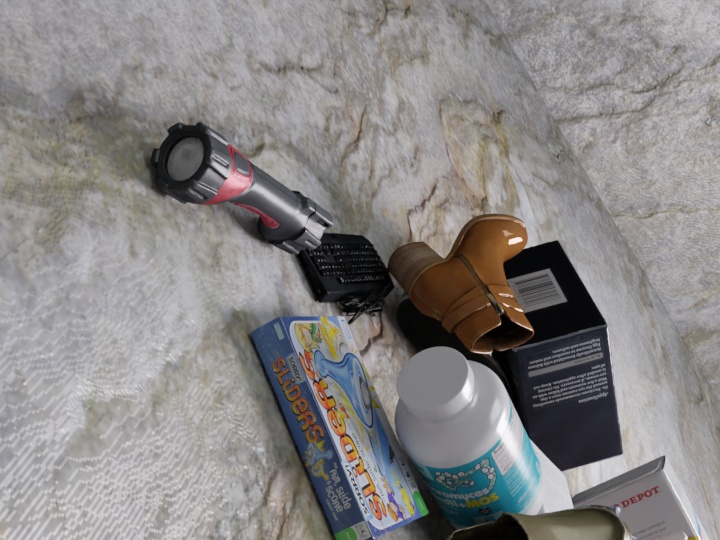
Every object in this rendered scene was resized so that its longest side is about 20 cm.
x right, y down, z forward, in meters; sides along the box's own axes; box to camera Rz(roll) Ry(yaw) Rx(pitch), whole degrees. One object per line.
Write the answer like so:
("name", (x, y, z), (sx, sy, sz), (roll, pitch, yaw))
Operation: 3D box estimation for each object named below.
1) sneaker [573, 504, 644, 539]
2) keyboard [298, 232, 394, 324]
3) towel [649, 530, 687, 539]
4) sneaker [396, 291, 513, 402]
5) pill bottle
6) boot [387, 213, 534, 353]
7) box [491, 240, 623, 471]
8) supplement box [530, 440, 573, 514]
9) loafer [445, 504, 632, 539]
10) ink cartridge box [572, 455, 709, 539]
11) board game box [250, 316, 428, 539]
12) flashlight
("sneaker", (0.288, 0.341, 1.277), (0.201, 0.095, 0.080), (60, 20, -28))
("keyboard", (0.000, 0.000, 1.222), (0.105, 0.039, 0.200), (64, 21, 8))
("towel", (0.281, 0.392, 1.194), (0.032, 0.198, 0.192), (97, -25, -71))
("sneaker", (0.120, 0.076, 1.362), (0.200, 0.083, 0.121), (53, 31, -20))
("pill bottle", (0.100, 0.160, 1.084), (0.111, 0.110, 0.201), (-96, 162, -47))
("boot", (0.146, 0.014, 1.271), (0.199, 0.077, 0.155), (-11, 43, -37))
("box", (0.227, 0.104, 1.395), (0.197, 0.116, 0.201), (-105, -179, -58))
("supplement box", (0.166, 0.287, 1.163), (0.103, 0.101, 0.201), (44, 27, -40))
("loafer", (0.159, 0.259, 1.048), (0.068, 0.198, 0.076), (89, -17, -45))
("ink cartridge box", (0.385, 0.369, 1.522), (0.201, 0.145, 0.083), (63, 19, 4))
("board game box", (-0.016, 0.137, 1.011), (0.201, 0.034, 0.135), (66, 20, 11))
("flashlight", (-0.104, -0.066, 1.027), (0.068, 0.068, 0.200), (33, -1, 31))
